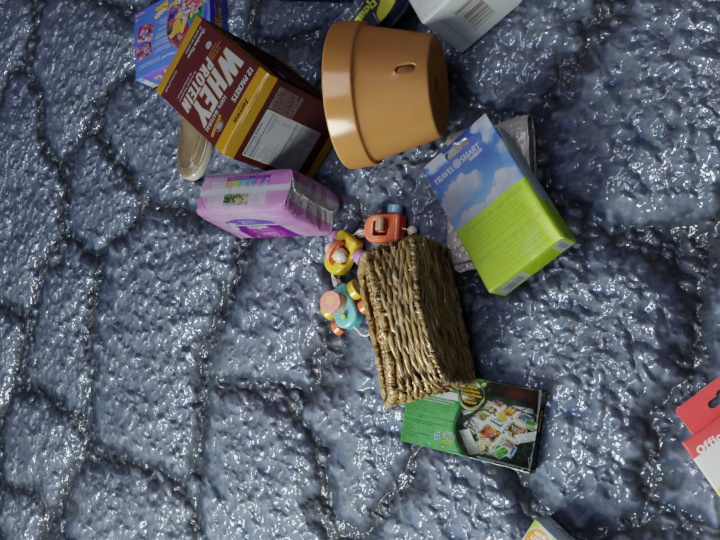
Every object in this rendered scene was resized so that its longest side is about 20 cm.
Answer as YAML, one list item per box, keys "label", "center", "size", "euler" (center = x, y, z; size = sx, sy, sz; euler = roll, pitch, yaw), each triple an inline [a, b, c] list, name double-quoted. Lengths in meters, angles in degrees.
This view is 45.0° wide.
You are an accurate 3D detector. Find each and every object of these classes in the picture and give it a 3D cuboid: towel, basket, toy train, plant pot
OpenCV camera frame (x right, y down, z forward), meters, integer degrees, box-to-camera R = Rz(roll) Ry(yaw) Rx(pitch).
- label: "towel"
  center: [0.174, -0.101, 1.167]
  size: [0.131, 0.034, 0.204]
  euler: [-8, 78, 34]
- label: "basket"
  center: [0.045, 0.070, 1.128]
  size: [0.147, 0.142, 0.204]
  euler: [-17, 76, 26]
- label: "toy train"
  center: [0.000, 0.000, 1.261]
  size: [0.148, 0.055, 0.204]
  euler: [6, 85, 36]
- label: "plant pot"
  center: [0.043, -0.249, 1.202]
  size: [0.138, 0.200, 0.204]
  euler: [-3, 80, 18]

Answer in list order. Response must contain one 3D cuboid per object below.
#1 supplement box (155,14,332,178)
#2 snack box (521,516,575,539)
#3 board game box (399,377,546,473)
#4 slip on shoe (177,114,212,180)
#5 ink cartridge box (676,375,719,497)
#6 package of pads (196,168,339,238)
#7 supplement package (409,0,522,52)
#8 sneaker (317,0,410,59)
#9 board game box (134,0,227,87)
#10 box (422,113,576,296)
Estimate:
- label: "supplement box"
  center: [-0.164, -0.257, 1.332]
  size: [0.197, 0.199, 0.134]
  euler: [42, 106, 32]
- label: "snack box"
  center: [0.251, 0.412, 1.014]
  size: [0.199, 0.053, 0.144]
  euler: [38, 103, 34]
- label: "board game box"
  center: [0.145, 0.193, 1.145]
  size: [0.197, 0.023, 0.107]
  euler: [7, 87, 36]
- label: "slip on shoe"
  center: [-0.291, -0.261, 1.509]
  size: [0.075, 0.060, 0.204]
  euler: [15, 91, 36]
- label: "ink cartridge box"
  center: [0.427, 0.200, 0.914]
  size: [0.116, 0.067, 0.201]
  euler: [-44, 61, 23]
- label: "package of pads"
  center: [-0.142, -0.100, 1.332]
  size: [0.198, 0.120, 0.077]
  euler: [0, 70, 38]
- label: "supplement package"
  center: [0.116, -0.432, 1.212]
  size: [0.117, 0.116, 0.202]
  euler: [-36, 63, 25]
- label: "sneaker"
  center: [0.009, -0.374, 1.314]
  size: [0.199, 0.082, 0.075]
  euler: [-32, 92, 46]
- label: "board game box"
  center: [-0.328, -0.431, 1.574]
  size: [0.197, 0.044, 0.137]
  euler: [-13, 75, 33]
- label: "box"
  center: [0.173, -0.085, 1.114]
  size: [0.122, 0.047, 0.202]
  euler: [-39, 62, 25]
